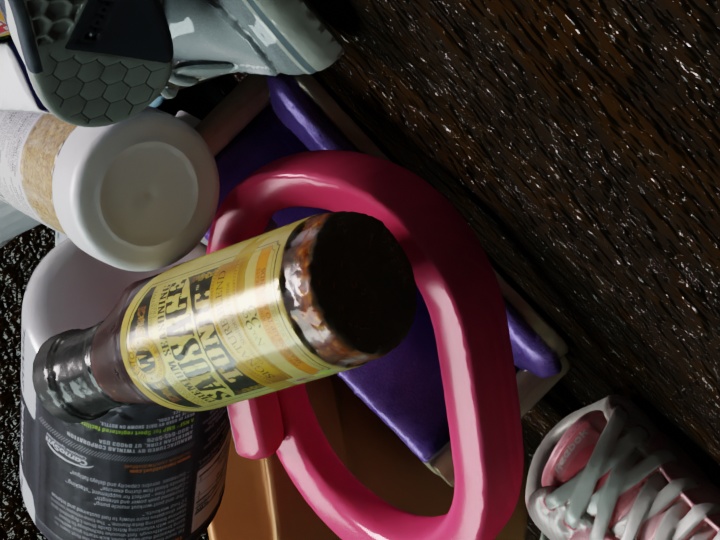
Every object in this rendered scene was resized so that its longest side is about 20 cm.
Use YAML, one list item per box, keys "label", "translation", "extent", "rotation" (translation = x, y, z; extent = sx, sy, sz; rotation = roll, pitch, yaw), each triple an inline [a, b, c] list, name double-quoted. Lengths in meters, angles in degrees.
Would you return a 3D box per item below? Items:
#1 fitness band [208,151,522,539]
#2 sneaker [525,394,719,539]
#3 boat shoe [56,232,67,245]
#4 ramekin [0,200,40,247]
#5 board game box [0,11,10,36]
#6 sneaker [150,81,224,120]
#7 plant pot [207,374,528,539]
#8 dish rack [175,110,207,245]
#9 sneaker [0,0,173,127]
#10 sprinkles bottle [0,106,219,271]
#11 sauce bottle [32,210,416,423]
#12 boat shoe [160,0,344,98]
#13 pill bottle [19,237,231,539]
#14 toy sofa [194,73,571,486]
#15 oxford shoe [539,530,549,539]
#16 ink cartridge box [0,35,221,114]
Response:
- label: "fitness band"
  translation: [0.003, 0.041, 1.177]
  extent: [0.143, 0.037, 0.201]
  rotation: [12, 124, 35]
- label: "sneaker"
  translation: [0.129, 0.117, 1.161]
  extent: [0.105, 0.075, 0.200]
  rotation: [42, -179, -22]
- label: "boat shoe"
  translation: [-0.122, -0.010, 1.394]
  extent: [0.201, 0.070, 0.072]
  rotation: [105, 169, -57]
- label: "ramekin"
  translation: [-0.216, -0.115, 1.561]
  extent: [0.201, 0.097, 0.201]
  rotation: [48, -149, -43]
- label: "board game box"
  translation: [-0.199, -0.132, 1.153]
  extent: [0.199, 0.096, 0.030]
  rotation: [-11, 148, 33]
- label: "sneaker"
  translation: [-0.132, -0.128, 1.475]
  extent: [0.095, 0.080, 0.200]
  rotation: [21, 165, 43]
- label: "plant pot"
  translation: [0.000, 0.096, 1.394]
  extent: [0.200, 0.139, 0.201]
  rotation: [171, 90, -77]
- label: "dish rack"
  translation: [-0.066, -0.023, 1.491]
  extent: [0.171, 0.044, 0.200]
  rotation: [30, 163, -3]
- label: "sneaker"
  translation: [-0.124, -0.169, 0.987]
  extent: [0.203, 0.076, 0.147]
  rotation: [90, 160, -52]
- label: "sprinkles bottle"
  translation: [-0.130, -0.051, 1.218]
  extent: [0.068, 0.068, 0.200]
  rotation: [48, 169, -26]
- label: "sauce bottle"
  translation: [-0.063, 0.028, 1.140]
  extent: [0.199, 0.066, 0.066]
  rotation: [-22, 119, 45]
- label: "boat shoe"
  translation: [-0.069, -0.101, 1.083]
  extent: [0.070, 0.072, 0.201]
  rotation: [48, 175, -27]
- label: "pill bottle"
  translation: [-0.115, 0.076, 1.337]
  extent: [0.106, 0.106, 0.200]
  rotation: [43, 149, 23]
- label: "toy sofa"
  translation: [0.000, 0.000, 1.252]
  extent: [0.200, 0.083, 0.098]
  rotation: [46, 176, -2]
- label: "oxford shoe"
  translation: [0.118, 0.142, 1.351]
  extent: [0.075, 0.058, 0.200]
  rotation: [51, -173, 10]
- label: "ink cartridge box"
  translation: [-0.156, -0.096, 1.203]
  extent: [0.199, 0.094, 0.037]
  rotation: [9, 111, 40]
